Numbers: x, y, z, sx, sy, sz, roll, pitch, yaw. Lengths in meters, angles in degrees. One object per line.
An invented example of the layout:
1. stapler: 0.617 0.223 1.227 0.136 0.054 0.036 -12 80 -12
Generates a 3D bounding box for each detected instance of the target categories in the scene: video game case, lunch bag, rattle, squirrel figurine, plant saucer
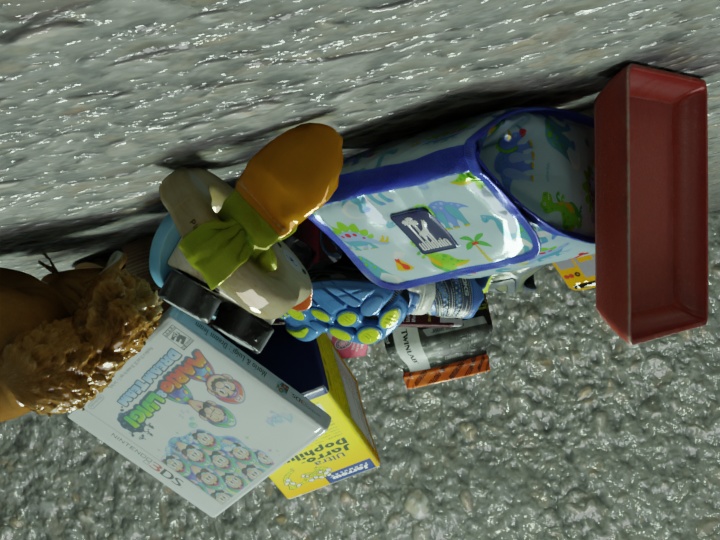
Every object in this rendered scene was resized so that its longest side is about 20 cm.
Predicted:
1. video game case: -0.154 0.137 1.398 0.200 0.182 0.024 -41 -162 39
2. lunch bag: 0.078 -0.058 1.135 0.170 0.128 0.200 -13 165 39
3. rattle: -0.047 -0.040 1.093 0.143 0.130 0.200 -53 148 6
4. squirrel figurine: -0.255 0.054 1.290 0.200 0.142 0.186 10 -162 34
5. plant saucer: 0.222 -0.051 1.143 0.037 0.201 0.199 0 -177 29

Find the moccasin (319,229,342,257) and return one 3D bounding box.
1. moccasin: -0.005 -0.045 1.295 0.068 0.081 0.200 -9 176 12

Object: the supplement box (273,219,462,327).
1. supplement box: 0.000 0.000 1.437 0.199 0.109 0.061 1 177 -27

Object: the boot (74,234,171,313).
1. boot: -0.222 0.057 1.479 0.074 0.155 0.200 -11 176 -28

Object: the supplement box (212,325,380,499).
1. supplement box: -0.067 0.133 1.518 0.109 0.109 0.200 -21 146 6

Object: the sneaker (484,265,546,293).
1. sneaker: 0.150 -0.044 1.428 0.081 0.074 0.200 6 147 -5

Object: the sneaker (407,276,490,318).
1. sneaker: 0.082 -0.018 1.331 0.085 0.077 0.200 16 -143 -2

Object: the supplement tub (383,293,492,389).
1. supplement tub: 0.075 0.023 1.645 0.122 0.201 0.123 -12 176 -1

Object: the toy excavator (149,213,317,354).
1. toy excavator: -0.125 -0.003 1.300 0.200 0.100 0.194 23 171 47

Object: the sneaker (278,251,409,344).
1. sneaker: -0.015 0.016 1.282 0.083 0.071 0.199 -48 -164 -18

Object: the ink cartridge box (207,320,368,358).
1. ink cartridge box: -0.088 0.029 1.536 0.199 0.085 0.145 -7 143 -15

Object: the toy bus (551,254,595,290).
1. toy bus: 0.225 -0.069 1.301 0.065 0.078 0.200 -16 -146 39
